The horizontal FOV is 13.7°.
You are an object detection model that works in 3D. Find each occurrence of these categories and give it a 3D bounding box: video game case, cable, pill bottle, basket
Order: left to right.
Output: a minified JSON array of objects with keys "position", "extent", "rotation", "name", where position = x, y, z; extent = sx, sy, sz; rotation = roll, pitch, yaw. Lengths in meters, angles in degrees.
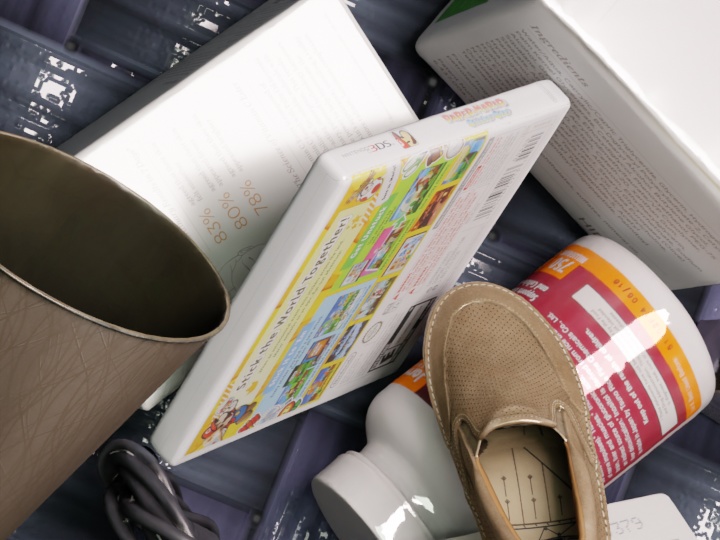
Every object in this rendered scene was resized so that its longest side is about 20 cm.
[{"position":[-0.185,0.054,1.383],"extent":[0.180,0.136,0.200],"rotation":[15,122,-46],"name":"basket"},{"position":[-0.074,0.163,1.473],"extent":[0.051,0.163,0.201],"rotation":[-23,108,4],"name":"cable"},{"position":[0.000,0.000,1.461],"extent":[0.023,0.200,0.182],"rotation":[47,38,19],"name":"video game case"},{"position":[0.077,0.081,1.550],"extent":[0.200,0.113,0.113],"rotation":[-37,101,-14],"name":"pill bottle"}]

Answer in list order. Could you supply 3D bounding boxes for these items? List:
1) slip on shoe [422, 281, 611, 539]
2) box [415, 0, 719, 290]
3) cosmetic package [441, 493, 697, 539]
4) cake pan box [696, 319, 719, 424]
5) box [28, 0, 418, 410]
[{"position":[0.076,0.082,1.447],"extent":[0.076,0.061,0.201],"rotation":[-11,57,0],"name":"slip on shoe"},{"position":[0.179,-0.127,1.542],"extent":[0.200,0.171,0.199],"rotation":[45,72,-13],"name":"box"},{"position":[0.104,0.249,1.492],"extent":[0.164,0.165,0.201],"rotation":[-10,127,-17],"name":"cosmetic package"},{"position":[0.278,0.088,1.578],"extent":[0.200,0.184,0.052],"rotation":[31,77,-15],"name":"cake pan box"},{"position":[-0.074,-0.038,1.510],"extent":[0.200,0.097,0.125],"rotation":[-36,101,-15],"name":"box"}]
